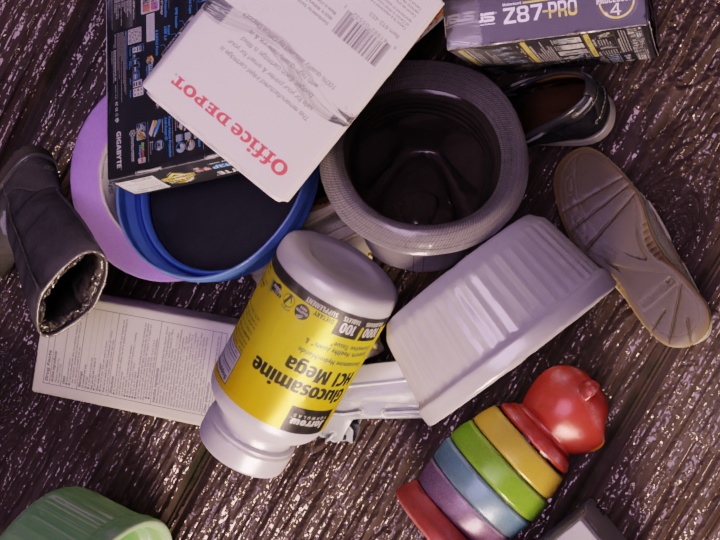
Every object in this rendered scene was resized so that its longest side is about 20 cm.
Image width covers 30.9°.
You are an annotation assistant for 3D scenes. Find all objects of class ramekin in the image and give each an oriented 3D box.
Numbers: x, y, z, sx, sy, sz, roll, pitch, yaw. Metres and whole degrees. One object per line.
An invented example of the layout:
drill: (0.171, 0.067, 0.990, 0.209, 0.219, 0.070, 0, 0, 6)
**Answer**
ramekin: (0.111, 0.036, 1.113, 0.202, 0.202, 0.094, -39, 84, 12)
ramekin: (-0.276, 0.302, 1.229, 0.097, 0.200, 0.201, 26, 97, 21)

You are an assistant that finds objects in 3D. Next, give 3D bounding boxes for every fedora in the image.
fedora: (0.052, -0.077, 1.115, 0.176, 0.091, 0.201, -2, 54, -3)

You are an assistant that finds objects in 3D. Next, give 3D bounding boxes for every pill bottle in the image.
pill bottle: (-0.060, 0.076, 1.127, 0.112, 0.112, 0.201, 34, 110, 13)

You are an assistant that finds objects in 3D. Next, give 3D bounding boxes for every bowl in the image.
bowl: (-0.126, -0.084, 1.167, 0.200, 0.039, 0.202, -8, 71, 24)

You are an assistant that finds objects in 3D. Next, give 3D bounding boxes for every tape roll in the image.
tape roll: (-0.177, -0.090, 1.263, 0.199, 0.066, 0.201, 0, 91, 15)

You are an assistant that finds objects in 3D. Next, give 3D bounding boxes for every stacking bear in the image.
stacking bear: (0.139, 0.169, 1.161, 0.200, 0.121, 0.114, -44, 87, 2)

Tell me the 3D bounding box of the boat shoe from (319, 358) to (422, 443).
boat shoe: (-0.015, 0.126, 1.217, 0.200, 0.070, 0.072, -10, 86, 14)

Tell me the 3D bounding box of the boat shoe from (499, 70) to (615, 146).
boat shoe: (0.124, -0.139, 1.171, 0.199, 0.068, 0.072, -8, 75, 25)

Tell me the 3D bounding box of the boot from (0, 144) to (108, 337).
boot: (-0.315, -0.004, 1.243, 0.182, 0.072, 0.200, -57, 48, 24)

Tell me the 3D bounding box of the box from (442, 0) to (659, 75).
box: (0.166, -0.203, 1.098, 0.160, 0.200, 0.049, -6, 91, 16)

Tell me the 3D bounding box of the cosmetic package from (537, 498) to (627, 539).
cosmetic package: (0.153, 0.299, 1.155, 0.200, 0.107, 0.090, -40, 80, 14)

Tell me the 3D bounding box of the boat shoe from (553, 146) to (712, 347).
boat shoe: (0.243, -0.020, 1.159, 0.073, 0.063, 0.201, -41, 74, 17)

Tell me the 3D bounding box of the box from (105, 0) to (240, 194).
box: (-0.148, -0.180, 1.152, 0.158, 0.046, 0.201, -10, 74, 23)

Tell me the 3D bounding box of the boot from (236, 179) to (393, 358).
boot: (0.000, 0.000, 1.209, 0.199, 0.072, 0.155, -21, 100, -8)

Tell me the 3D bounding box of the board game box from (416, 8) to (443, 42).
board game box: (-0.001, -0.285, 1.120, 0.151, 0.046, 0.200, -44, 100, -31)

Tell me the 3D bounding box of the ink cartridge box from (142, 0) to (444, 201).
ink cartridge box: (-0.052, -0.175, 1.028, 0.145, 0.084, 0.200, 39, 95, -4)

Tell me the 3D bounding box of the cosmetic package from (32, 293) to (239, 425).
cosmetic package: (-0.208, 0.084, 1.268, 0.199, 0.073, 0.104, 11, 93, 15)
